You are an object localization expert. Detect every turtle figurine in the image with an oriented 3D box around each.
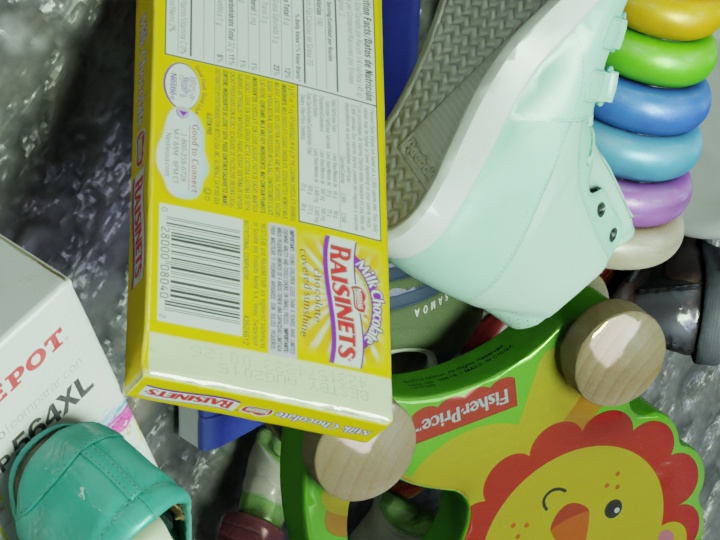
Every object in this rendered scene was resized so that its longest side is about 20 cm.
[{"bbox_3d":[-0.050,0.178,1.080,0.194,0.144,0.200,-62,148,-2],"label":"turtle figurine"}]

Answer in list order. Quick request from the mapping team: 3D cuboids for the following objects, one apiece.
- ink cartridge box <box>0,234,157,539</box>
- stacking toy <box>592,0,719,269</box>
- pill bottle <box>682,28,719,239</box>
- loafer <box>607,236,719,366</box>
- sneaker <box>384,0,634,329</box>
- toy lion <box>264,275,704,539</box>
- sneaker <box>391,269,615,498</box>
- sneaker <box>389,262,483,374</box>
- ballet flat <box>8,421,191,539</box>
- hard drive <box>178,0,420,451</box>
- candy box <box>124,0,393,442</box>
[{"bbox_3d":[-0.168,0.066,0.873,0.129,0.125,0.200,-44,142,-22],"label":"ink cartridge box"},{"bbox_3d":[0.128,-0.103,1.028,0.085,0.085,0.200,-16,132,-45],"label":"stacking toy"},{"bbox_3d":[0.221,-0.091,1.250,0.200,0.116,0.116,-20,128,-52],"label":"pill bottle"},{"bbox_3d":[0.153,0.005,1.238,0.200,0.063,0.072,-85,180,-82],"label":"loafer"},{"bbox_3d":[0.084,-0.073,0.988,0.118,0.074,0.201,36,84,-41],"label":"sneaker"},{"bbox_3d":[0.063,0.104,1.055,0.200,0.069,0.192,-18,120,-21],"label":"toy lion"},{"bbox_3d":[0.064,0.029,1.202,0.200,0.073,0.077,-44,163,-16],"label":"sneaker"},{"bbox_3d":[0.000,0.000,1.040,0.090,0.067,0.200,-61,148,-9],"label":"sneaker"},{"bbox_3d":[-0.081,0.143,0.863,0.067,0.070,0.200,-37,139,-30],"label":"ballet flat"},{"bbox_3d":[-0.028,-0.029,1.068,0.132,0.025,0.200,-27,132,-38],"label":"hard drive"},{"bbox_3d":[-0.039,-0.036,0.912,0.102,0.200,0.026,14,148,-25],"label":"candy box"}]
